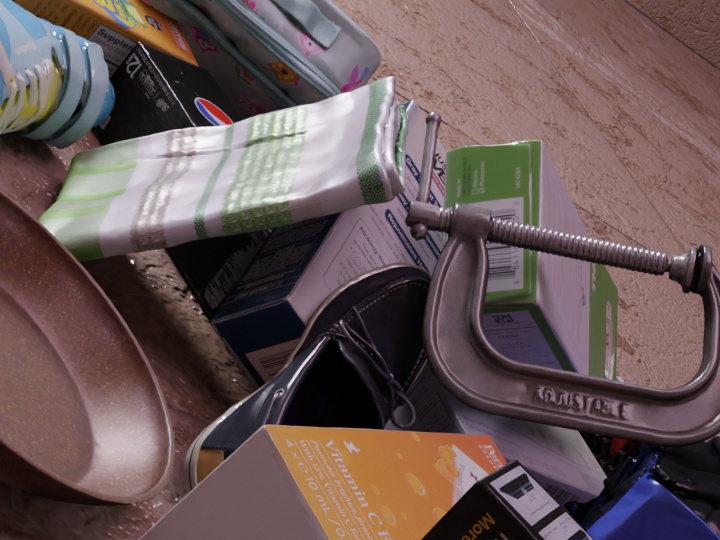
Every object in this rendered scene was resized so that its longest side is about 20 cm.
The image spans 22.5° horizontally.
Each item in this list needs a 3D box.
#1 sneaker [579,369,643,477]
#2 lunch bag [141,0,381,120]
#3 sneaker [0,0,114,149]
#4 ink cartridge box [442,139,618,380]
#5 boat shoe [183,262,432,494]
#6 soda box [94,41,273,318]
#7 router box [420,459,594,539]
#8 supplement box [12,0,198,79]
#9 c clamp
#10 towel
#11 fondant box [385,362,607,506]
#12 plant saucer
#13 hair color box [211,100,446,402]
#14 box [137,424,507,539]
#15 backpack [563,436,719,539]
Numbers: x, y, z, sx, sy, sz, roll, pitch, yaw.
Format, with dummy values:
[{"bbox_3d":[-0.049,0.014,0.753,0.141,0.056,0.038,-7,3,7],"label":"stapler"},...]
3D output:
[{"bbox_3d":[0.165,0.104,1.311,0.199,0.070,0.093,34,2,-16],"label":"sneaker"},{"bbox_3d":[-0.090,-0.176,1.281,0.200,0.077,0.160,39,-19,-13],"label":"lunch bag"},{"bbox_3d":[-0.192,-0.101,1.026,0.130,0.080,0.200,29,23,-29],"label":"sneaker"},{"bbox_3d":[0.105,0.017,1.087,0.200,0.059,0.104,52,37,-57],"label":"ink cartridge box"},{"bbox_3d":[-0.008,0.061,0.920,0.200,0.062,0.075,-41,111,-42],"label":"boat shoe"},{"bbox_3d":[-0.094,-0.052,1.130,0.071,0.063,0.200,19,30,-49],"label":"soda box"},{"bbox_3d":[0.038,0.193,0.636,0.157,0.200,0.052,45,16,12],"label":"router box"},{"bbox_3d":[-0.202,-0.165,1.168,0.200,0.069,0.067,27,25,-42],"label":"supplement box"},{"bbox_3d":[0.114,0.007,0.961,0.199,0.027,0.171,16,59,0],"label":"c clamp"},{"bbox_3d":[-0.074,-0.056,0.994,0.149,0.199,0.031,-83,162,-68],"label":"towel"},{"bbox_3d":[0.065,0.081,1.156,0.144,0.058,0.200,25,24,-39],"label":"fondant box"},{"bbox_3d":[-0.165,0.032,0.816,0.200,0.037,0.201,47,14,-16],"label":"plant saucer"},{"bbox_3d":[0.000,0.000,1.049,0.100,0.060,0.200,57,39,-22],"label":"hair color box"},{"bbox_3d":[0.010,0.149,0.822,0.200,0.097,0.125,10,42,-57],"label":"box"},{"bbox_3d":[0.171,0.179,0.972,0.163,0.168,0.200,49,17,4],"label":"backpack"}]
